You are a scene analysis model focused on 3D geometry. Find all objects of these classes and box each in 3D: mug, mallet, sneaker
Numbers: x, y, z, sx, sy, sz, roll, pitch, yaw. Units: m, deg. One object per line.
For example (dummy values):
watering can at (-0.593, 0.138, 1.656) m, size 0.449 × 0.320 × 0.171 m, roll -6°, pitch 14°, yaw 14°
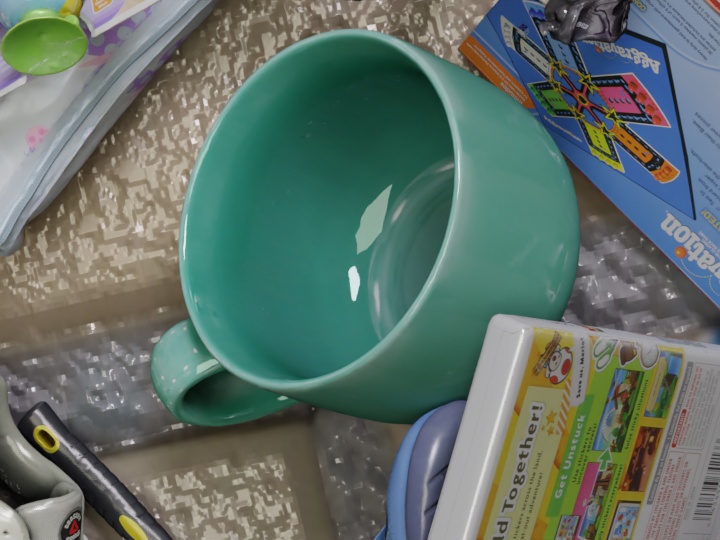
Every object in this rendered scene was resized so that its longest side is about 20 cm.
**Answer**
mug at (0.004, -0.011, 0.926) m, size 0.184 × 0.114 × 0.153 m, roll -8°, pitch 72°, yaw 40°
mallet at (-0.089, 0.144, 1.000) m, size 0.200 × 0.041 × 0.066 m, roll 38°, pitch 101°, yaw 10°
sneaker at (-0.152, 0.139, 0.975) m, size 0.088 × 0.074 × 0.201 m, roll -27°, pitch 91°, yaw 35°
sneaker at (0.029, 0.138, 0.926) m, size 0.082 × 0.074 × 0.201 m, roll 26°, pitch 133°, yaw 39°

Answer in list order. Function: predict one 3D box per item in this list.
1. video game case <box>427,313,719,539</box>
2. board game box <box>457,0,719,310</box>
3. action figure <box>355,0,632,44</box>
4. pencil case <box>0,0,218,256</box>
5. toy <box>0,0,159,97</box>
video game case at (0.089, 0.123, 0.904) m, size 0.023 × 0.181 × 0.201 m, roll 21°, pitch 98°, yaw 41°
board game box at (0.143, -0.061, 0.933) m, size 0.200 × 0.019 × 0.103 m, roll 45°, pitch 125°, yaw 3°
action figure at (0.023, -0.159, 0.892) m, size 0.199 × 0.102 × 0.119 m, roll 19°, pitch 126°, yaw 10°
pencil case at (-0.126, -0.100, 0.962) m, size 0.200 × 0.083 × 0.091 m, roll -47°, pitch 69°, yaw 10°
toy at (-0.150, -0.174, 0.922) m, size 0.115 × 0.047 × 0.201 m, roll -28°, pitch 59°, yaw 22°
